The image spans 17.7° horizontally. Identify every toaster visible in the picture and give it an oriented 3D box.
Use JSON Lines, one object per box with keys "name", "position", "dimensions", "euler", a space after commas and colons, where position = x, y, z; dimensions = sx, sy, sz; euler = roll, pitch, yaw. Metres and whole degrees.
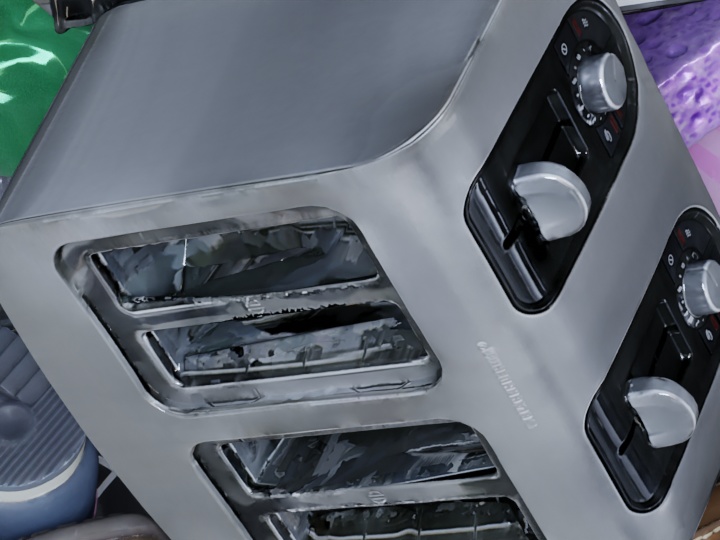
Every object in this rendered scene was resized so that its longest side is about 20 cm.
{"name": "toaster", "position": [0.000, 0.000, 0.698], "dimensions": [0.200, 0.119, 0.181], "euler": [-7, 129, 31]}

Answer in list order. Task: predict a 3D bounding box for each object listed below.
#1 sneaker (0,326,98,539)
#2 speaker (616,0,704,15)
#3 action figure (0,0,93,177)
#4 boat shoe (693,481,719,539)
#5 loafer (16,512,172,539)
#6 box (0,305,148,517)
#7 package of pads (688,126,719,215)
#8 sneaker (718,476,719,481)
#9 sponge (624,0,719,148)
{"name": "sneaker", "position": [-0.167, 0.034, 0.773], "dimensions": [0.070, 0.200, 0.082], "euler": [-41, 151, -25]}
{"name": "speaker", "position": [0.058, -0.178, 0.725], "dimensions": [0.081, 0.081, 0.200], "euler": [-9, 95, -5]}
{"name": "action figure", "position": [-0.178, -0.086, 0.767], "dimensions": [0.200, 0.055, 0.118], "euler": [4, 112, -3]}
{"name": "boat shoe", "position": [0.050, 0.111, 0.811], "dimensions": [0.200, 0.076, 0.074], "euler": [-23, 97, -1]}
{"name": "loafer", "position": [-0.084, 0.154, 0.770], "dimensions": [0.073, 0.071, 0.200], "euler": [-15, 142, -15]}
{"name": "box", "position": [-0.061, 0.095, 0.855], "dimensions": [0.157, 0.050, 0.200], "euler": [-7, 112, -5]}
{"name": "package of pads", "position": [0.169, 0.016, 0.830], "dimensions": [0.200, 0.076, 0.121], "euler": [29, 76, -19]}
{"name": "sneaker", "position": [0.165, 0.104, 0.884], "dimensions": [0.200, 0.075, 0.087], "euler": [16, 102, -14]}
{"name": "sponge", "position": [0.144, -0.111, 0.775], "dimensions": [0.200, 0.112, 0.030], "euler": [-36, 116, 6]}
